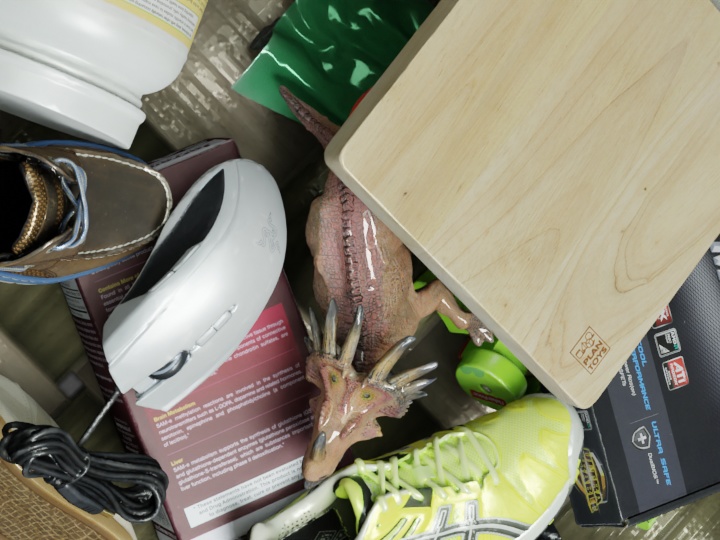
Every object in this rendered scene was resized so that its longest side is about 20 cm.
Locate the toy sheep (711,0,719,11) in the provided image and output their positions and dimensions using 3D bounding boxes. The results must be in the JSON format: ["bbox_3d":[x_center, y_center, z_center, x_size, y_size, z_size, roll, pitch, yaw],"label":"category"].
[{"bbox_3d":[0.190,-0.154,1.375,0.138,0.138,0.200,38,83,-15],"label":"toy sheep"}]

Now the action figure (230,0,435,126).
[{"bbox_3d":[0.035,-0.084,1.366,0.200,0.055,0.118,39,80,-15],"label":"action figure"}]

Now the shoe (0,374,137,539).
[{"bbox_3d":[-0.194,0.098,1.310,0.200,0.053,0.070,44,112,-10],"label":"shoe"}]

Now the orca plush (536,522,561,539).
[{"bbox_3d":[0.022,0.178,1.366,0.200,0.071,0.105,-17,98,-16],"label":"orca plush"}]

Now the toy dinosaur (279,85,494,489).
[{"bbox_3d":[0.000,0.000,1.284,0.086,0.136,0.200,-11,99,21],"label":"toy dinosaur"}]

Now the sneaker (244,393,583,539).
[{"bbox_3d":[0.030,0.125,1.304,0.200,0.076,0.075,-32,58,-5],"label":"sneaker"}]

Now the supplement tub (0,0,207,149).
[{"bbox_3d":[-0.139,-0.176,1.260,0.145,0.145,0.200,22,86,-17],"label":"supplement tub"}]

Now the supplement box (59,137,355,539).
[{"bbox_3d":[-0.088,0.040,1.330,0.109,0.061,0.200,-22,100,-16],"label":"supplement box"}]

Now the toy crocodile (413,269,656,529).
[{"bbox_3d":[0.106,0.068,1.395,0.200,0.062,0.068,44,63,-20],"label":"toy crocodile"}]

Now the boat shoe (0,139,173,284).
[{"bbox_3d":[-0.168,-0.027,1.210,0.200,0.072,0.072,-6,93,-37],"label":"boat shoe"}]

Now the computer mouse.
[{"bbox_3d":[-0.093,0.033,1.257,0.110,0.044,0.200,41,77,-46],"label":"computer mouse"}]

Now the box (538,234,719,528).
[{"bbox_3d":[0.183,0.021,1.386,0.198,0.050,0.200,-16,92,-31],"label":"box"}]

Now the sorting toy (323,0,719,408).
[{"bbox_3d":[0.094,-0.071,1.258,0.199,0.070,0.200,45,75,-27],"label":"sorting toy"}]
